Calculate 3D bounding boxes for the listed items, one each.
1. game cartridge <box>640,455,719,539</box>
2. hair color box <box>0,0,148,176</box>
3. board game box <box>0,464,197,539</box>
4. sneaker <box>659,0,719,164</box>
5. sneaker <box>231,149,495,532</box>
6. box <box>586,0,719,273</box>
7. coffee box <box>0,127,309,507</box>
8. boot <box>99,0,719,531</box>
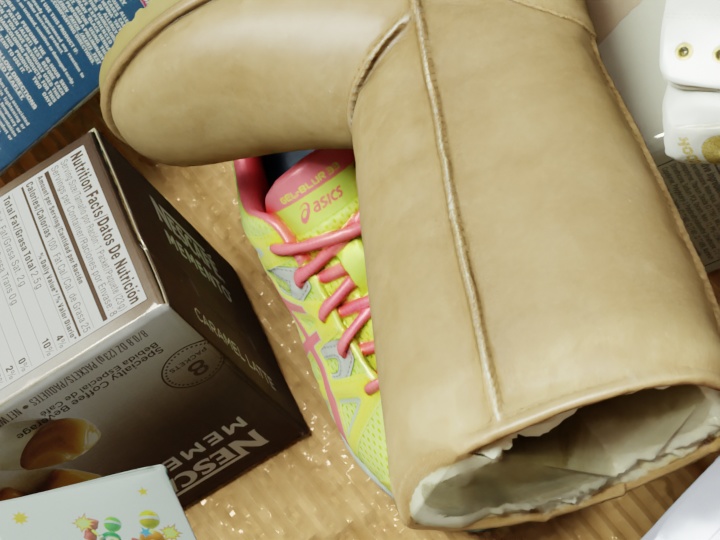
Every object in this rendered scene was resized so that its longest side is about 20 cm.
[{"bbox_3d":[0.104,0.105,0.682,0.042,0.133,0.200,42,88,25],"label":"game cartridge"},{"bbox_3d":[-0.153,-0.058,0.846,0.100,0.061,0.200,-20,19,42],"label":"hair color box"},{"bbox_3d":[-0.061,0.183,0.711,0.064,0.148,0.201,-11,53,-27],"label":"board game box"},{"bbox_3d":[0.144,-0.033,0.665,0.115,0.074,0.201,-19,52,17],"label":"sneaker"},{"bbox_3d":[0.000,0.000,0.807,0.078,0.090,0.201,-34,58,5],"label":"sneaker"},{"bbox_3d":[0.130,-0.064,0.775,0.199,0.095,0.078,-23,59,12],"label":"box"},{"bbox_3d":[-0.135,0.056,0.830,0.199,0.114,0.080,-31,57,7],"label":"coffee box"},{"bbox_3d":[0.006,-0.014,0.703,0.174,0.066,0.201,-25,51,19],"label":"boot"}]
